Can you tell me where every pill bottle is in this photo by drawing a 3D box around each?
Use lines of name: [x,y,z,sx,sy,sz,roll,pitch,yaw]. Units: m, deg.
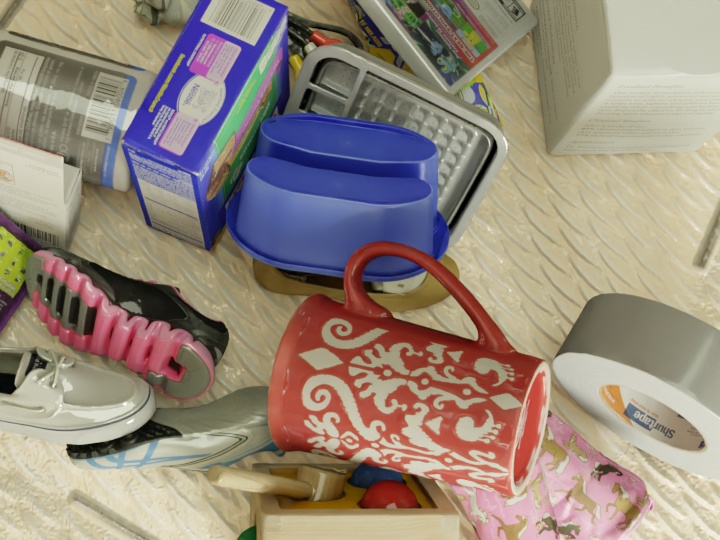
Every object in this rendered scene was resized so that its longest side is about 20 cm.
pill bottle: [-0.291,-0.150,1.133,0.199,0.114,0.114,16,74,-4]

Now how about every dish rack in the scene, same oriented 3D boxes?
dish rack: [0.027,-0.118,1.159,0.199,0.172,0.044,26,45,-1]

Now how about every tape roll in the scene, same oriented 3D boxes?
tape roll: [0.272,0.105,1.109,0.200,0.200,0.066,33,73,1]

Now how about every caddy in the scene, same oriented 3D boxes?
caddy: [-0.018,-0.056,1.099,0.199,0.105,0.142,9,37,3]

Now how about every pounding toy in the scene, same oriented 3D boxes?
pounding toy: [-0.029,0.209,1.025,0.199,0.184,0.143,2,95,-8]

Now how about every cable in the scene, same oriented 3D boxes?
cable: [-0.065,-0.234,1.203,0.200,0.050,0.097,47,70,-15]

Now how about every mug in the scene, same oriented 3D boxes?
mug: [0.042,0.085,0.996,0.199,0.179,0.133,13,33,21]

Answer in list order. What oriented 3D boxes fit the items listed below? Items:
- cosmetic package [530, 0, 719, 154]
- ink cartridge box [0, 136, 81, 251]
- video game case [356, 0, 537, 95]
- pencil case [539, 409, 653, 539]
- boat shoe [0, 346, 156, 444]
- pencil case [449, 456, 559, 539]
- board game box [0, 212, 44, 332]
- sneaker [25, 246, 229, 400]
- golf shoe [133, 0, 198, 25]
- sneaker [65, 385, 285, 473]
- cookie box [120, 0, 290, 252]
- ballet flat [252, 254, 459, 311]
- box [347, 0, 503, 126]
cosmetic package: [0.273,-0.221,1.194,0.166,0.200,0.168,-1,76,-10]
ink cartridge box: [-0.340,-0.099,1.077,0.199,0.176,0.045,18,62,-4]
video game case: [0.063,-0.276,1.198,0.200,0.023,0.182,51,48,-5]
pencil case: [0.167,0.173,1.138,0.200,0.087,0.083,40,42,2]
boat shoe: [-0.275,0.097,1.073,0.199,0.066,0.072,7,43,8]
pencil case: [0.137,0.250,1.075,0.082,0.087,0.201,-14,101,19]
board game box: [-0.363,-0.019,1.061,0.032,0.200,0.120,12,65,38]
sneaker: [-0.204,0.036,1.126,0.199,0.079,0.095,32,35,3]
golf shoe: [-0.174,-0.334,1.231,0.097,0.078,0.201,1,80,-26]
sneaker: [-0.158,0.153,1.103,0.199,0.072,0.073,-9,118,-2]
cookie box: [-0.129,-0.130,1.104,0.075,0.200,0.172,25,73,4]
ballet flat: [0.000,0.000,1.165,0.199,0.063,0.069,1,74,-9]
box: [0.059,-0.210,1.217,0.070,0.064,0.201,-15,76,-40]
